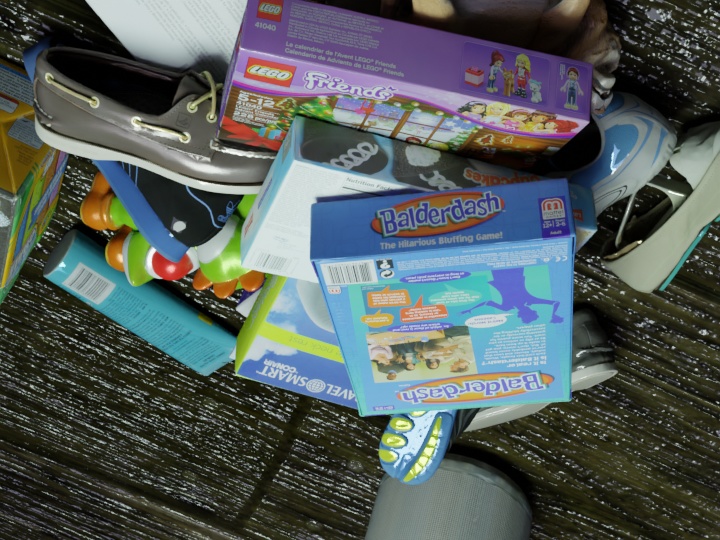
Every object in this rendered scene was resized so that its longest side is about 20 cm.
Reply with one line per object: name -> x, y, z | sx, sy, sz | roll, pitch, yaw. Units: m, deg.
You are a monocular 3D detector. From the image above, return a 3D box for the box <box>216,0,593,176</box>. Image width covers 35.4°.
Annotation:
box -> 0.019, -0.099, 0.671 | 0.198, 0.039, 0.137 | 10, 164, -10

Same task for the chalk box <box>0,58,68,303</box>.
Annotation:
chalk box -> -0.322, -0.065, 0.925 | 0.124, 0.125, 0.200 | 25, 140, -8

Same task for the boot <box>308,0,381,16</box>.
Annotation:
boot -> 0.034, -0.189, 0.681 | 0.145, 0.071, 0.201 | -16, 142, 3

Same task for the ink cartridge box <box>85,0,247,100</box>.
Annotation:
ink cartridge box -> -0.092, -0.200, 0.751 | 0.173, 0.044, 0.200 | -25, 124, 23

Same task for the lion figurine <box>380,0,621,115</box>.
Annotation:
lion figurine -> 0.077, -0.151, 0.665 | 0.198, 0.073, 0.123 | 7, 147, -21

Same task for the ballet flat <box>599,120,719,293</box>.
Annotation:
ballet flat -> 0.226, -0.055, 0.772 | 0.069, 0.070, 0.200 | 24, 139, -5

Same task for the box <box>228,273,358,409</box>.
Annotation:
box -> -0.012, 0.029, 0.839 | 0.121, 0.048, 0.201 | 18, 128, -16

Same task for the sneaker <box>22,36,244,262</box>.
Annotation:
sneaker -> -0.168, -0.105, 0.845 | 0.078, 0.070, 0.200 | -38, 87, 7

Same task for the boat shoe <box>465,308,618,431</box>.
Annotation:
boat shoe -> 0.139, 0.091, 0.976 | 0.066, 0.057, 0.200 | 2, 157, -39

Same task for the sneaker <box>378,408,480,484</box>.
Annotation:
sneaker -> 0.079, 0.083, 0.936 | 0.070, 0.083, 0.201 | 31, 106, 5

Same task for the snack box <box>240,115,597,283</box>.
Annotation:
snack box -> 0.035, -0.027, 0.715 | 0.198, 0.037, 0.116 | 12, 144, -17

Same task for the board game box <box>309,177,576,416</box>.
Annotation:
board game box -> 0.058, 0.025, 0.718 | 0.151, 0.045, 0.201 | -5, 146, 6

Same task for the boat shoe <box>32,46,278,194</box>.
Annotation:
boat shoe -> -0.124, -0.104, 0.765 | 0.198, 0.072, 0.060 | 13, 135, 2

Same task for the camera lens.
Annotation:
camera lens -> 0.077, 0.291, 1.094 | 0.159, 0.201, 0.161 | 11, 139, 10

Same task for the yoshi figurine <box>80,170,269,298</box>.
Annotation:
yoshi figurine -> -0.121, -0.042, 0.915 | 0.199, 0.112, 0.113 | 10, 99, 31

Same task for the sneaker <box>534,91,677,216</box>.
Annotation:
sneaker -> 0.140, -0.053, 0.801 | 0.072, 0.072, 0.200 | 32, 135, -5

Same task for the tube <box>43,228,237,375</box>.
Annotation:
tube -> -0.197, 0.037, 1.047 | 0.200, 0.051, 0.077 | 37, 140, -26

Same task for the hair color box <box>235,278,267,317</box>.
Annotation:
hair color box -> 0.000, 0.000, 0.915 | 0.109, 0.065, 0.200 | 37, 137, -19
